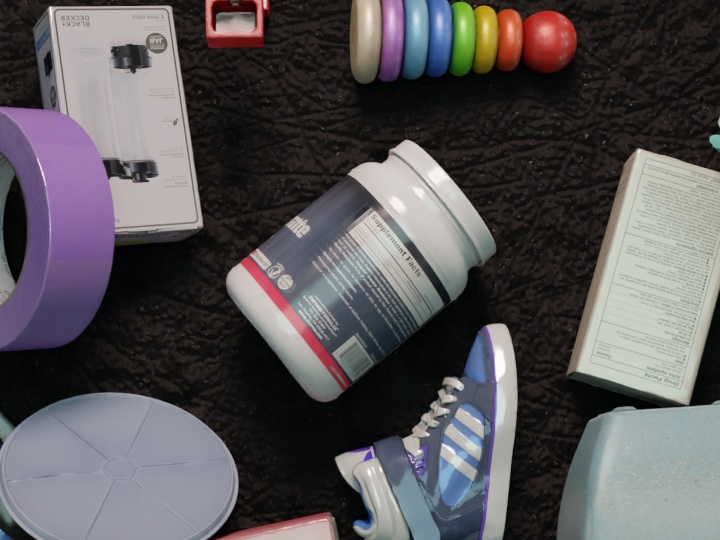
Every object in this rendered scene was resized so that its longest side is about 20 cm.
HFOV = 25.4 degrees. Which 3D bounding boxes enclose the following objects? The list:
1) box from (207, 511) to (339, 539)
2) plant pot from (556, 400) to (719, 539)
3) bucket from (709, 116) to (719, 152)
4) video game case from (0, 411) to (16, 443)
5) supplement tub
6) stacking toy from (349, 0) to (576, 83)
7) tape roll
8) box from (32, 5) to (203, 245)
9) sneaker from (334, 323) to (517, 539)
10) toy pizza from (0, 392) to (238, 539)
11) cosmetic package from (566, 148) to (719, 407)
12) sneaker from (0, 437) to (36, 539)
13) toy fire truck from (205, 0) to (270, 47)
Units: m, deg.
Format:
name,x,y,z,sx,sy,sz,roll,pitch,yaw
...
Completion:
name,x,y,z,sx,sy,sz,roll,pitch,yaw
box,-0.107,0.283,1.326,0.199,0.109,0.129,-12,84,-2
plant pot,0.255,0.210,1.291,0.195,0.196,0.202,-4,82,0
bucket,0.405,-0.135,1.337,0.135,0.207,0.208,39,84,-1
video game case,-0.403,0.173,1.385,0.200,0.023,0.182,-44,85,-4
supplement tub,0.000,0.000,1.346,0.200,0.140,0.141,-39,84,-5
stacking toy,0.092,-0.206,1.409,0.198,0.085,0.086,0,83,-6
tape roll,-0.288,-0.034,1.328,0.199,0.065,0.202,1,92,44
box,-0.211,-0.123,1.382,0.116,0.060,0.201,-6,82,-27
sneaker,0.053,0.141,1.357,0.145,0.081,0.202,4,88,-3
toy pizza,-0.201,0.175,1.324,0.199,0.201,0.032,13,125,2
cosmetic package,0.254,0.008,1.378,0.103,0.073,0.201,17,83,2
sneaker,-0.343,0.158,1.345,0.200,0.070,0.078,37,77,1
toy fire truck,-0.106,-0.281,1.382,0.048,0.141,0.202,-1,83,0
